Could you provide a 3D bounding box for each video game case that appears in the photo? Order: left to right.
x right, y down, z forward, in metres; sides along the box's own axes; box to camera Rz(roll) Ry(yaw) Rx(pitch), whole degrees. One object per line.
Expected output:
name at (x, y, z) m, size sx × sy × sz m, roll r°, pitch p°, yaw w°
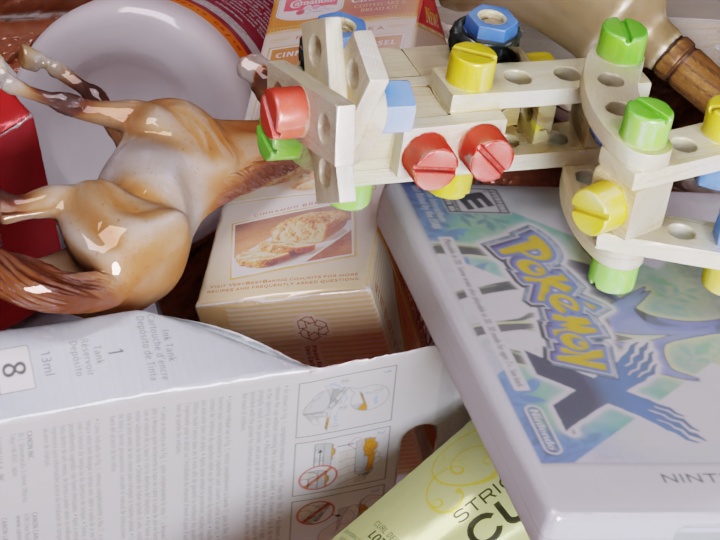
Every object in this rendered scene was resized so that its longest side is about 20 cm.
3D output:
video game case at (0.117, 0.031, 1.000) m, size 0.181 × 0.022 × 0.200 m, roll 2°, pitch 34°, yaw -20°

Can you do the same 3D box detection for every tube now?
tube at (0.044, 0.085, 1.011) m, size 0.200 × 0.058 × 0.052 m, roll -37°, pitch 4°, yaw -13°

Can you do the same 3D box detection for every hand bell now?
hand bell at (0.140, -0.085, 1.197) m, size 0.200 × 0.104 × 0.104 m, roll 44°, pitch 63°, yaw 7°

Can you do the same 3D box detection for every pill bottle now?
pill bottle at (-0.074, -0.078, 1.265) m, size 0.112 × 0.114 × 0.200 m, roll -5°, pitch 10°, yaw 16°

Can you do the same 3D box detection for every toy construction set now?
toy construction set at (0.042, -0.046, 0.995) m, size 0.199 × 0.092 × 0.131 m, roll 8°, pitch 31°, yaw -31°

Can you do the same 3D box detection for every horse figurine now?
horse figurine at (-0.098, -0.033, 1.052) m, size 0.132 × 0.050 × 0.200 m, roll 23°, pitch 36°, yaw 7°

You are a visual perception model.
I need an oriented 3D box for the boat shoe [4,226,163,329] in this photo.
boat shoe at (-0.101, 0.051, 1.191) m, size 0.068 × 0.057 × 0.200 m, roll -23°, pitch 44°, yaw -18°

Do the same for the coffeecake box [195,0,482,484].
coffeecake box at (0.000, 0.000, 1.161) m, size 0.073 × 0.154 × 0.200 m, roll -5°, pitch 41°, yaw 14°

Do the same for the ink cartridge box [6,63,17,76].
ink cartridge box at (-0.215, -0.001, 1.275) m, size 0.200 × 0.067 × 0.117 m, roll -40°, pitch 83°, yaw -25°

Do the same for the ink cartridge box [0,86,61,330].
ink cartridge box at (-0.186, -0.047, 1.170) m, size 0.067 × 0.116 × 0.200 m, roll -30°, pitch 56°, yaw -19°

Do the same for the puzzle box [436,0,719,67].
puzzle box at (0.105, -0.124, 1.324) m, size 0.199 × 0.026 × 0.133 m, roll 6°, pitch 17°, yaw 28°

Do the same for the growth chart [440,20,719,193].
growth chart at (0.116, -0.056, 1.211) m, size 0.200 × 0.145 × 0.018 m, roll 33°, pitch 93°, yaw 46°

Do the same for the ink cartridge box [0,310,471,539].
ink cartridge box at (-0.058, 0.073, 1.056) m, size 0.199 × 0.163 × 0.050 m, roll -12°, pitch 52°, yaw -14°
